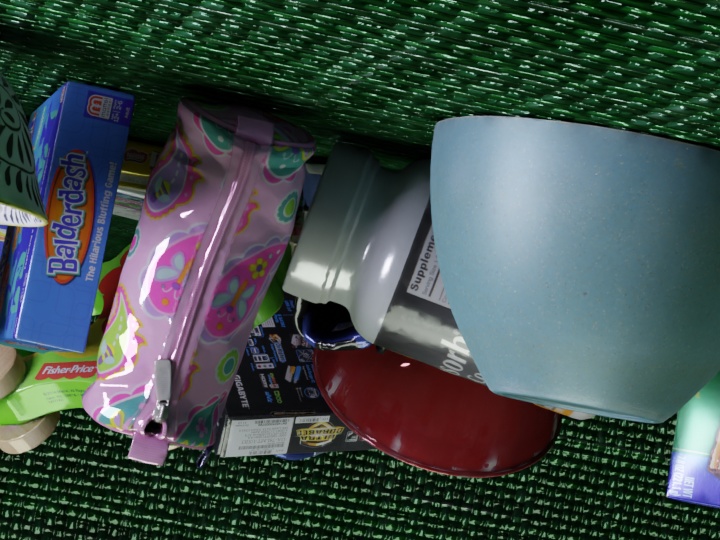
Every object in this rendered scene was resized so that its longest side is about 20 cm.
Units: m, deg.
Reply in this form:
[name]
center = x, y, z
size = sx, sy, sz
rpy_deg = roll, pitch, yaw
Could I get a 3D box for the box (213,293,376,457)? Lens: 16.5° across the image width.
[box]
center = -0.036, 0.059, 1.942
size = 0.198, 0.050, 0.200
rpy_deg = -1, -139, -20

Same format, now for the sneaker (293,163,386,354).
[sneaker]
center = 0.000, 0.000, 1.637
size = 0.080, 0.116, 0.199
rpy_deg = 10, 176, 20

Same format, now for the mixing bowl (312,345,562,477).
[mixing bowl]
center = 0.072, 0.048, 1.865
size = 0.200, 0.109, 0.200
rpy_deg = 12, -144, -9

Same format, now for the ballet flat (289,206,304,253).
[ballet flat]
center = -0.051, -0.008, 1.767
size = 0.064, 0.076, 0.200
rpy_deg = 39, 178, -9

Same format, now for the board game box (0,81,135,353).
[board game box]
center = -0.184, -0.027, 1.499
size = 0.045, 0.153, 0.200
rpy_deg = 12, 175, -12

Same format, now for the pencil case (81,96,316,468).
[pencil case]
center = -0.091, 0.005, 1.376
size = 0.087, 0.200, 0.087
rpy_deg = 20, -171, -3

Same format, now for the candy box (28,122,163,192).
[candy box]
center = -0.152, -0.070, 1.679
size = 0.199, 0.026, 0.102
rpy_deg = 10, 173, -3

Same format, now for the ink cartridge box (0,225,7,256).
[ink cartridge box]
center = -0.325, -0.050, 1.721
size = 0.197, 0.047, 0.200
rpy_deg = 23, 158, -21

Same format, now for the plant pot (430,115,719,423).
[plant pot]
center = 0.125, 0.006, 1.304
size = 0.199, 0.135, 0.200
rpy_deg = 11, 175, 1

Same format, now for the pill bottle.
[pill bottle]
center = 0.063, 0.002, 1.450
size = 0.200, 0.117, 0.116
rpy_deg = 20, 175, 0

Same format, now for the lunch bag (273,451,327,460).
[lunch bag]
center = -0.025, 0.064, 2.034
size = 0.200, 0.076, 0.160
rpy_deg = -17, -128, -35

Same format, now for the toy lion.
[toy lion]
center = -0.144, 0.030, 1.642
size = 0.200, 0.192, 0.069
rpy_deg = -4, 131, 33

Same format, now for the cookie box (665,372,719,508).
[cookie box]
center = 0.307, 0.078, 1.561
size = 0.199, 0.172, 0.075
rpy_deg = 8, 178, 26

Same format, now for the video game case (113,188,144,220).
[video game case]
center = -0.139, -0.050, 1.932
size = 0.200, 0.023, 0.182
rpy_deg = 14, 175, -28

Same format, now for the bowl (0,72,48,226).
[bowl]
center = -0.248, -0.088, 1.256
size = 0.200, 0.094, 0.201
rpy_deg = 10, 176, 1
